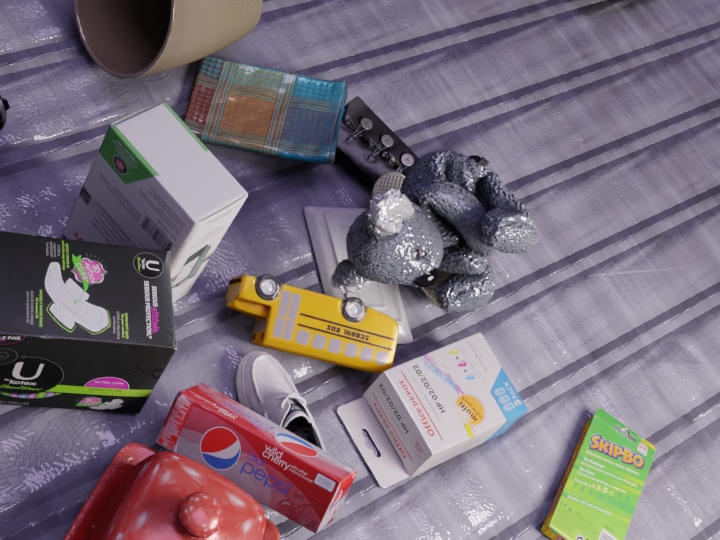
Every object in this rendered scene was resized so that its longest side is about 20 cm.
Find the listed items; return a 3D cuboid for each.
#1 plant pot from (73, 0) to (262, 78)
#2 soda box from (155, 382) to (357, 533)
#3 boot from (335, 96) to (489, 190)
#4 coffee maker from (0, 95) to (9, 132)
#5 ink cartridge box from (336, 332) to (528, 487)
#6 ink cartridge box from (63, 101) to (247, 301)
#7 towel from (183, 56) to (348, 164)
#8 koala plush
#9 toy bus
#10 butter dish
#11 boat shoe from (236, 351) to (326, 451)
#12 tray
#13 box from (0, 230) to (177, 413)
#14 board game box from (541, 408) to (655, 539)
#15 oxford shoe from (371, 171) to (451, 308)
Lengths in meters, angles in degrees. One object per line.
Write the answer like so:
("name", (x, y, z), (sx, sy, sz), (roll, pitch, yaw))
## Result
("plant pot", (-0.225, -0.343, 1.633), (0.199, 0.187, 0.188), (-14, 66, -48))
("soda box", (-0.108, 0.193, 1.348), (0.199, 0.064, 0.070), (28, 10, 13))
("boot", (0.058, -0.158, 1.733), (0.200, 0.066, 0.165), (38, 47, 6))
("coffee maker", (-0.488, -0.119, 1.363), (0.191, 0.135, 0.201), (16, 52, -17))
("ink cartridge box", (0.085, 0.163, 1.519), (0.199, 0.068, 0.115), (-19, 69, -36))
("ink cartridge box", (-0.230, -0.061, 1.419), (0.146, 0.200, 0.084), (48, 47, 8))
("towel", (-0.121, -0.207, 1.660), (0.199, 0.022, 0.147), (11, 52, -2))
("koala plush", (0.062, -0.042, 1.502), (0.199, 0.178, 0.184), (-19, 65, -34))
("toy bus", (-0.058, 0.061, 1.503), (0.199, 0.065, 0.079), (15, 82, -19))
("butter dish", (-0.174, 0.263, 1.262), (0.199, 0.148, 0.200), (32, 49, -5))
("boat shoe", (-0.080, 0.171, 1.425), (0.072, 0.069, 0.201), (-3, 61, -29))
("tray", (0.000, 0.000, 1.616), (0.107, 0.022, 0.201), (1, 59, -29))
("box", (-0.306, 0.056, 1.330), (0.199, 0.149, 0.125), (7, 54, -23))
("board game box", (0.296, 0.267, 1.588), (0.095, 0.030, 0.200), (36, 52, -3))
("oxford shoe", (0.077, -0.035, 1.649), (0.201, 0.075, 0.058), (58, 12, 13))
